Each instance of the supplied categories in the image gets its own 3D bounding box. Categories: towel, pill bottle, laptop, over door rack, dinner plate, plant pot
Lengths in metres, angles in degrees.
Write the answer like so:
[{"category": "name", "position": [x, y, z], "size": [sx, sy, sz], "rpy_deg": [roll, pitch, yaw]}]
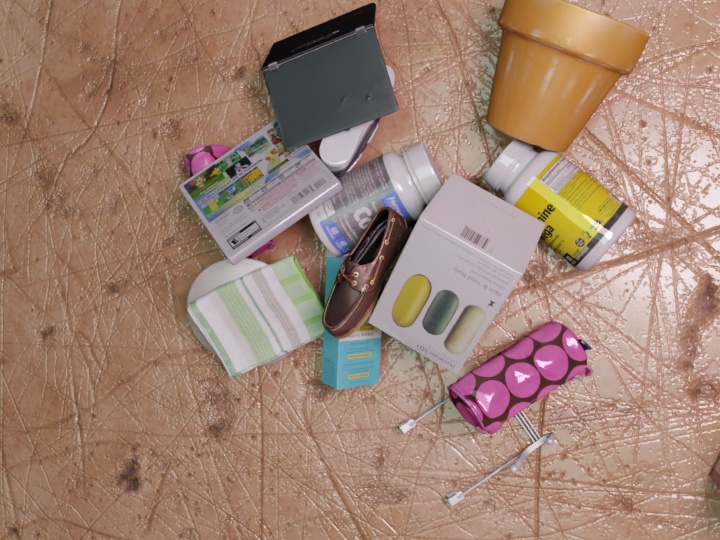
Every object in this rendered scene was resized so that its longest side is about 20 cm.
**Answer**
[{"category": "towel", "position": [-0.158, 0.076, 1.118], "size": [0.200, 0.031, 0.149], "rpy_deg": [-25, 109, 15]}, {"category": "pill bottle", "position": [0.027, -0.111, 1.084], "size": [0.200, 0.114, 0.114], "rpy_deg": [-26, 84, 14]}, {"category": "laptop", "position": [-0.046, -0.310, 1.109], "size": [0.187, 0.200, 0.116], "rpy_deg": [-17, 123, 14]}, {"category": "over door rack", "position": [0.172, 0.253, 1.072], "size": [0.200, 0.067, 0.148], "rpy_deg": [-36, 81, 12]}, {"category": "dinner plate", "position": [-0.189, 0.075, 1.150], "size": [0.200, 0.024, 0.200], "rpy_deg": [2, 113, 4]}, {"category": "plant pot", "position": [0.270, -0.275, 0.991], "size": [0.200, 0.200, 0.183], "rpy_deg": [25, 112, 13]}, {"category": "pill bottle", "position": [0.282, -0.101, 1.017], "size": [0.200, 0.112, 0.112], "rpy_deg": [41, 100, 12]}]

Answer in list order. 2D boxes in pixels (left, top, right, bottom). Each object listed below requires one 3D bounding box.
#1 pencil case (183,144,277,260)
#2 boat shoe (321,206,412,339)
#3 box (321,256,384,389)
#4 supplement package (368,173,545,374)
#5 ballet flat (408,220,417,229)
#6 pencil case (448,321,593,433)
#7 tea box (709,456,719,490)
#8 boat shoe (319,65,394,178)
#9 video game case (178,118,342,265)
[{"category": "pencil case", "position": [-0.215, -0.113, 1.165], "size": [0.091, 0.094, 0.200], "rpy_deg": [-32, 80, 58]}, {"category": "boat shoe", "position": [0.000, 0.000, 1.008], "size": [0.070, 0.070, 0.200], "rpy_deg": [23, 78, 36]}, {"category": "box", "position": [-0.011, 0.079, 1.096], "size": [0.049, 0.082, 0.200], "rpy_deg": [14, 104, 55]}, {"category": "supplement package", "position": [0.134, 0.005, 0.992], "size": [0.152, 0.151, 0.200], "rpy_deg": [30, 128, 7]}, {"category": "ballet flat", "position": [0.137, -0.050, 1.083], "size": [0.200, 0.057, 0.067], "rpy_deg": [-3, 92, 19]}, {"category": "pencil case", "position": [0.228, 0.155, 1.002], "size": [0.200, 0.091, 0.094], "rpy_deg": [-29, 80, -11]}, {"category": "tea box", "position": [0.586, 0.282, 0.894], "size": [0.197, 0.200, 0.134], "rpy_deg": [28, 98, 14]}, {"category": "boat shoe", "position": [-0.003, -0.235, 1.116], "size": [0.072, 0.068, 0.200], "rpy_deg": [21, 73, 10]}, {"category": "video game case", "position": [-0.156, -0.127, 1.074], "size": [0.200, 0.022, 0.182], "rpy_deg": [-36, 59, -6]}]
